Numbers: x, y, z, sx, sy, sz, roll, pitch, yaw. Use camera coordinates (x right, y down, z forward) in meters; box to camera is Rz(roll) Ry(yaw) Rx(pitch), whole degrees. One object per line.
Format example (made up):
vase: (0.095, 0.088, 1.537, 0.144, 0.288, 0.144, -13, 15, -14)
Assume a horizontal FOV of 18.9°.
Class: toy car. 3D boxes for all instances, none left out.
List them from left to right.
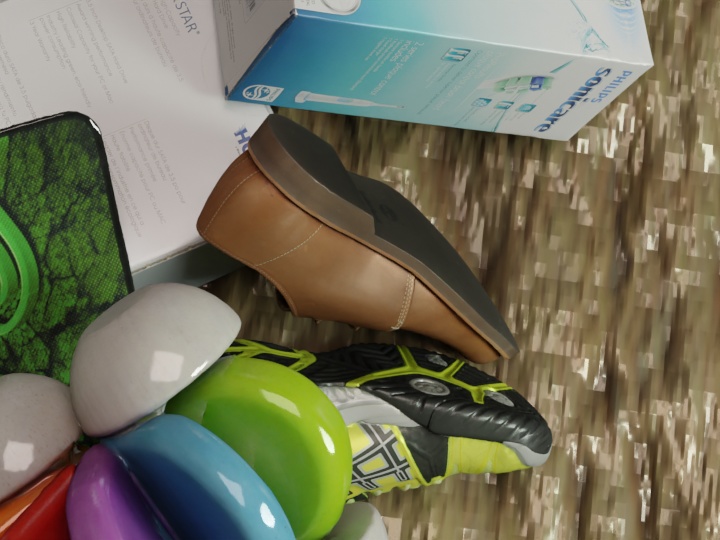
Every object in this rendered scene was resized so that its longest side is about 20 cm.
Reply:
toy car: (-0.096, 0.119, 0.924, 0.199, 0.150, 0.176, -30, 102, 18)

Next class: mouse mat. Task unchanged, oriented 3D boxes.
mouse mat: (-0.175, 0.038, 0.981, 0.160, 0.008, 0.202, -18, 116, -16)

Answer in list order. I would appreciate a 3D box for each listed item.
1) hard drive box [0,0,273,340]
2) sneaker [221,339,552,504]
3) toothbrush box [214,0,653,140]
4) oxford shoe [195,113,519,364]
hard drive box: (-0.145, -0.053, 1.050, 0.199, 0.077, 0.157, -23, 76, -12)
sneaker: (-0.006, 0.080, 1.036, 0.198, 0.075, 0.077, 6, 107, -11)
toothbrush box: (0.030, -0.155, 1.060, 0.198, 0.085, 0.148, 6, 63, -28)
oxford shoe: (0.000, 0.000, 1.024, 0.071, 0.199, 0.072, -44, 40, 15)
